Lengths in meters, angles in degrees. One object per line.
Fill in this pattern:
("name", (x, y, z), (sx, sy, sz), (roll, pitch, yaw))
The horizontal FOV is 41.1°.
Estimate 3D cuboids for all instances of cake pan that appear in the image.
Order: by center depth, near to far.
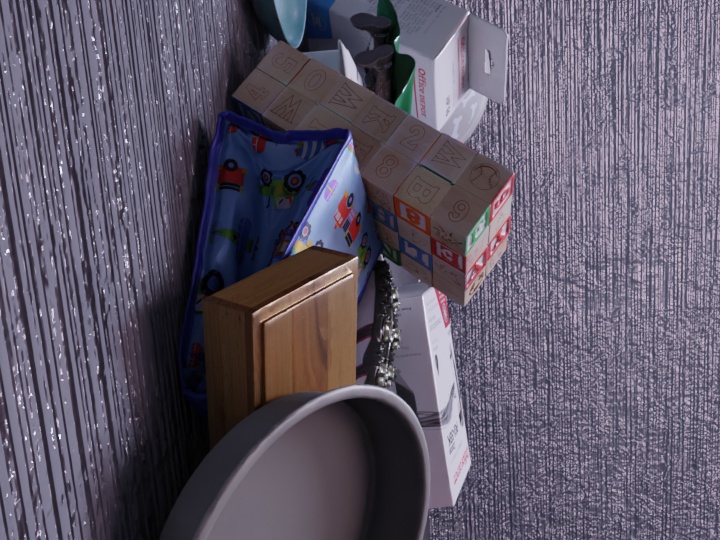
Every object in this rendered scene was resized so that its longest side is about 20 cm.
("cake pan", (-0.035, 0.152, 0.510), (0.200, 0.037, 0.202), (-24, 123, -45))

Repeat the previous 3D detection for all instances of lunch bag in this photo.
("lunch bag", (-0.061, 0.028, 0.614), (0.151, 0.093, 0.202), (70, 32, -63))

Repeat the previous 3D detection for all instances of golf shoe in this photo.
("golf shoe", (-0.020, 0.086, 0.711), (0.077, 0.087, 0.202), (50, 50, -75))

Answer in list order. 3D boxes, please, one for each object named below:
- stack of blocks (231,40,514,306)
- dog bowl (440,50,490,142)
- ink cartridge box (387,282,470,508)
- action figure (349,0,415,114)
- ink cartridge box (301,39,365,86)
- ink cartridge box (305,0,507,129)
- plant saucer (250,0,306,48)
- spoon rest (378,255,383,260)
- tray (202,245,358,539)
("stack of blocks", (0.010, -0.069, 0.695), (0.059, 0.199, 0.115), (-51, 161, -16))
("dog bowl", (0.041, -0.214, 1.062), (0.059, 0.198, 0.202), (7, 80, -68))
("ink cartridge box", (0.050, 0.119, 0.948), (0.147, 0.082, 0.202), (-23, 105, -76))
("action figure", (0.019, -0.118, 0.793), (0.201, 0.054, 0.119), (83, 4, -55))
("ink cartridge box", (-0.035, -0.129, 0.871), (0.200, 0.067, 0.117), (15, 73, -84))
("ink cartridge box", (0.043, -0.218, 0.952), (0.068, 0.199, 0.116), (-53, 159, -19))
("plant saucer", (-0.072, -0.282, 0.777), (0.200, 0.027, 0.202), (-3, 90, -83))
("spoon rest", (0.000, 0.000, 0.831), (0.200, 0.060, 0.100), (-72, 158, -61))
("tray", (-0.041, 0.097, 0.550), (0.098, 0.037, 0.202), (-29, 125, -53))
